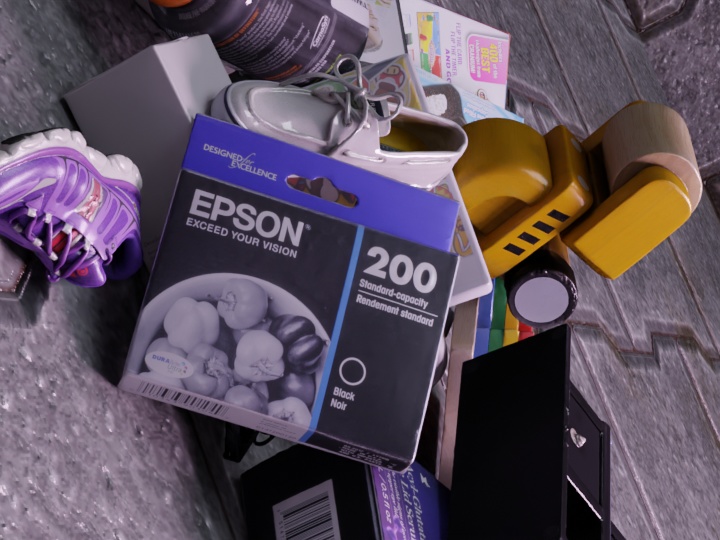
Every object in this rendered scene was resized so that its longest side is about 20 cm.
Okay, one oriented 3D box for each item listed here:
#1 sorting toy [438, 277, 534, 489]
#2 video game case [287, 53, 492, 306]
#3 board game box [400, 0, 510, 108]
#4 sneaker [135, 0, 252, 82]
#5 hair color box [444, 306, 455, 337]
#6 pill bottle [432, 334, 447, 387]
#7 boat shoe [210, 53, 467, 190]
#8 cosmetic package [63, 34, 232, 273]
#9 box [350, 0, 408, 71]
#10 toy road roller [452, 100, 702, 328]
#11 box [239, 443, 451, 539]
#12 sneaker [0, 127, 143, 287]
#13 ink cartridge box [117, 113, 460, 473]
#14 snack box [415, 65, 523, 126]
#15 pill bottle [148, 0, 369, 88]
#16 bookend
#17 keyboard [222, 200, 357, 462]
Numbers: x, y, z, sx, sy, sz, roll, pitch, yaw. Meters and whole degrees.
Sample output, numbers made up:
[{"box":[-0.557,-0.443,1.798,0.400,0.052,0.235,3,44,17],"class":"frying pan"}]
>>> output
[{"box":[0.107,0.092,1.544,0.201,0.069,0.200,-78,173,-57],"class":"sorting toy"},{"box":[-0.017,-0.047,1.403,0.023,0.180,0.202,75,-4,-70],"class":"video game case"},{"box":[0.050,-0.167,1.697,0.199,0.040,0.155,16,73,-39],"class":"board game box"},{"box":[-0.125,-0.204,1.485,0.200,0.075,0.082,24,53,-60],"class":"sneaker"},{"box":[0.046,-0.008,1.679,0.102,0.061,0.200,59,21,-12],"class":"hair color box"},{"box":[0.000,0.000,1.480,0.111,0.110,0.201,41,30,-47],"class":"pill bottle"},{"box":[-0.004,-0.104,1.305,0.201,0.086,0.075,15,52,-35],"class":"boat shoe"},{"box":[-0.112,-0.056,1.308,0.201,0.084,0.108,63,21,0],"class":"cosmetic package"},{"box":[-0.022,-0.203,1.541,0.060,0.117,0.202,8,61,-33],"class":"box"},{"box":[0.151,-0.067,1.452,0.146,0.200,0.123,42,25,-24],"class":"toy road roller"},{"box":[0.019,0.218,1.274,0.200,0.104,0.149,41,29,-46],"class":"box"},{"box":[-0.181,-0.033,1.124,0.200,0.080,0.084,13,59,-66],"class":"sneaker"},{"box":[-0.038,0.008,1.213,0.196,0.043,0.202,17,68,-10],"class":"ink cartridge box"},{"box":[0.060,-0.110,1.643,0.199,0.037,0.117,21,69,-38],"class":"snack box"},{"box":[-0.087,-0.206,1.398,0.199,0.106,0.107,21,46,-54],"class":"pill bottle"},{"box":[0.153,0.185,1.331,0.200,0.092,0.200,51,30,-32],"class":"bookend"},{"box":[-0.031,0.050,1.291,0.201,0.039,0.105,-56,164,-34],"class":"keyboard"}]
